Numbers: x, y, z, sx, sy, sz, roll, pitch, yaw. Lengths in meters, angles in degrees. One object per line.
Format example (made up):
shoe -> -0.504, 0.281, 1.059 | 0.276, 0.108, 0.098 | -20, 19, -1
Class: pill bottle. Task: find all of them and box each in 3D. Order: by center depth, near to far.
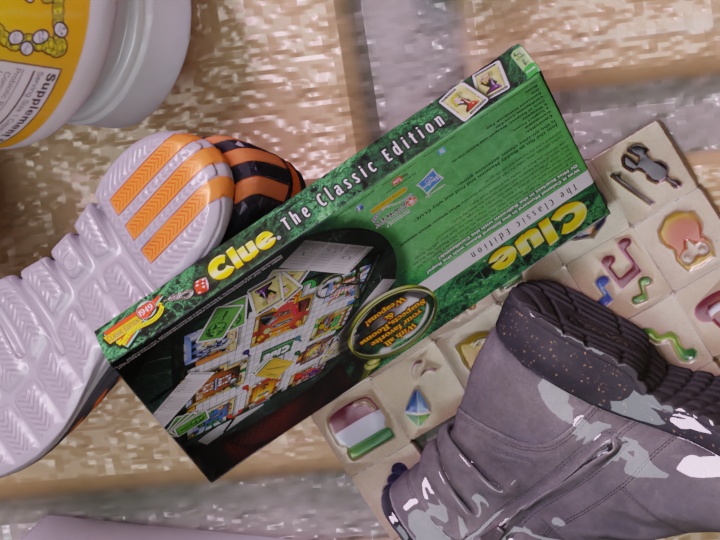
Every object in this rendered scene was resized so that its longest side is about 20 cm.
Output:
pill bottle -> -0.167, -0.107, 1.001 | 0.113, 0.200, 0.113 | -6, 81, 45

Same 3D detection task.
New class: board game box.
board game box -> 0.000, 0.000, 1.021 | 0.200, 0.023, 0.105 | -34, 140, -1

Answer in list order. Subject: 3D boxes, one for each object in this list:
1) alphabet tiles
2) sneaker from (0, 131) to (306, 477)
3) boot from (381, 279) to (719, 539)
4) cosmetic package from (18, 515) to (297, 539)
alphabet tiles -> 0.068, 0.027, 1.094 | 0.200, 0.008, 0.167 | -31, 96, 17
sneaker -> -0.094, 0.023, 1.068 | 0.200, 0.112, 0.078 | -40, 68, 24
boot -> 0.118, 0.104, 1.072 | 0.200, 0.070, 0.132 | 32, 112, 13
cosmetic package -> -0.059, 0.178, 1.119 | 0.200, 0.081, 0.113 | 2, 105, 13
